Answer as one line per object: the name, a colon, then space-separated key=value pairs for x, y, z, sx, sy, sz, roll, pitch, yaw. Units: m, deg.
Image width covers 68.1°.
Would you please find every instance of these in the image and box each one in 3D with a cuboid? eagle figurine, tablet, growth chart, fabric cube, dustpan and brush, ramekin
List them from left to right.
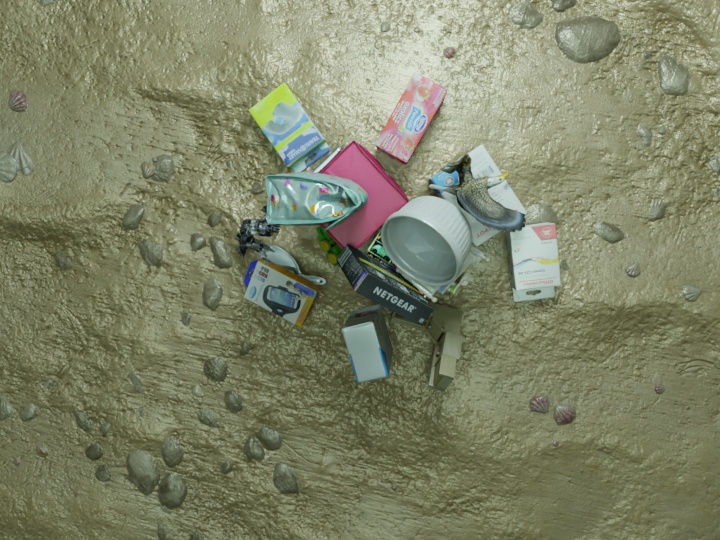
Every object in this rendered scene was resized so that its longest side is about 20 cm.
dustpan and brush: x=-0.187 y=0.010 z=1.434 sx=0.199 sy=0.057 sz=0.140 roll=10 pitch=99 yaw=3
tablet: x=-0.093 y=-0.260 z=1.316 sx=0.130 sy=0.200 sz=0.014 roll=-42 pitch=102 yaw=9
fabric cube: x=-0.011 y=-0.180 z=1.322 sx=0.200 sy=0.199 sz=0.196 roll=-41 pitch=92 yaw=9
ramekin: x=0.156 y=-0.072 z=1.197 sx=0.200 sy=0.200 sz=0.105 roll=44 pitch=59 yaw=-3
growth chart: x=0.204 y=-0.010 z=1.283 sx=0.200 sy=0.018 sz=0.145 roll=-36 pitch=69 yaw=-20
eagle figurine: x=0.266 y=-0.160 z=1.168 sx=0.152 sy=0.151 sz=0.200 roll=-30 pitch=96 yaw=-33

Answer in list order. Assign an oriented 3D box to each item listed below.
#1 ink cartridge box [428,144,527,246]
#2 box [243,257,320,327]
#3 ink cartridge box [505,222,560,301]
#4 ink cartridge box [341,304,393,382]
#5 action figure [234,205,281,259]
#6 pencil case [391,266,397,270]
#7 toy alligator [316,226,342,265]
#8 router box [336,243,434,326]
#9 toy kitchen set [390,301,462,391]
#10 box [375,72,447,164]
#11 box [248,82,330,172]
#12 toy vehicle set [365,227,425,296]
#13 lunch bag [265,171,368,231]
ink cartridge box: x=0.285 y=-0.184 z=1.324 sx=0.147 sy=0.145 sz=0.200 roll=-33 pitch=94 yaw=8
box: x=-0.218 y=0.053 z=1.414 sx=0.200 sy=0.041 sz=0.119 roll=26 pitch=113 yaw=1
ink cartridge box: x=0.447 y=-0.016 z=1.375 sx=0.116 sy=0.068 sz=0.201 roll=-8 pitch=98 yaw=6
ink cartridge box: x=0.023 y=0.182 z=1.375 sx=0.084 sy=0.200 sz=0.145 roll=-14 pitch=97 yaw=11
action figure: x=-0.261 y=-0.095 z=1.394 sx=0.102 sy=0.200 sz=0.119 roll=18 pitch=64 yaw=-28
pencil case: x=0.171 y=-0.005 z=1.359 sx=0.200 sy=0.088 sz=0.089 roll=-26 pitch=96 yaw=1
toy alligator: x=-0.089 y=-0.079 z=1.420 sx=0.054 sy=0.059 sz=0.200 roll=-26 pitch=97 yaw=49
router box: x=0.054 y=0.032 z=1.213 sx=0.200 sy=0.157 sz=0.052 roll=29 pitch=104 yaw=-28
toy kitchen set: x=0.151 y=0.206 z=1.390 sx=0.180 sy=0.200 sz=0.163 roll=17 pitch=141 yaw=-1
box: x=0.125 y=-0.374 z=1.332 sx=0.095 sy=0.100 sz=0.200 roll=30 pitch=99 yaw=0
box: x=-0.183 y=-0.366 z=1.385 sx=0.122 sy=0.048 sz=0.200 roll=-35 pitch=94 yaw=9
toy vehicle set: x=0.109 y=-0.013 z=1.418 sx=0.200 sy=0.027 sz=0.124 roll=32 pitch=95 yaw=-1
lunch bag: x=-0.085 y=-0.149 z=1.146 sx=0.199 sy=0.170 sz=0.122 roll=2 pitch=98 yaw=7
